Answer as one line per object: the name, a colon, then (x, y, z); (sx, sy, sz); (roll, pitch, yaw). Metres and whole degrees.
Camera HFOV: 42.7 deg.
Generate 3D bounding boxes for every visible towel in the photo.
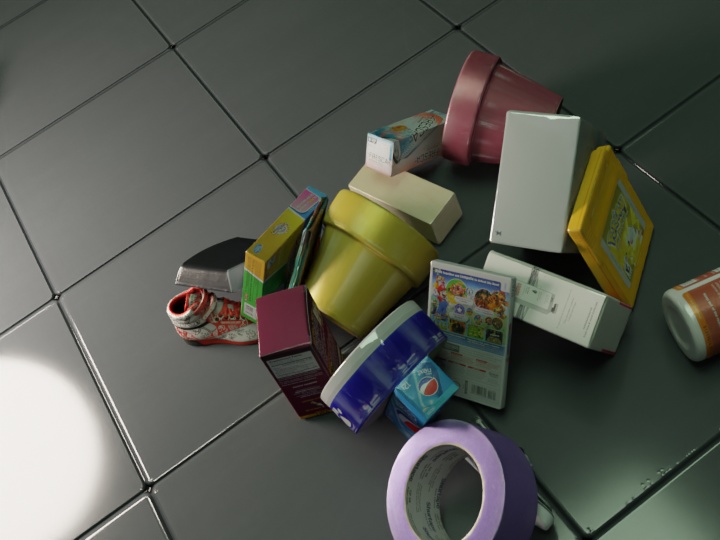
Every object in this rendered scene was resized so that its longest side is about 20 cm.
towel: (-0.097, -0.009, 1.536); (0.021, 0.203, 0.147); (17, 27, 0)

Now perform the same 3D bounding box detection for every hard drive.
hard drive: (-0.223, -0.014, 1.629); (0.133, 0.043, 0.200); (7, 20, 25)

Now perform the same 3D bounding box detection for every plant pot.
plant pot: (0.000, 0.000, 1.526); (0.199, 0.201, 0.191); (29, 82, 34)
plant pot: (0.257, -0.271, 1.643); (0.176, 0.201, 0.202); (19, 61, 12)

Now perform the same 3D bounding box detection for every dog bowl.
dog bowl: (0.036, 0.144, 1.364); (0.079, 0.201, 0.200); (43, 74, 11)

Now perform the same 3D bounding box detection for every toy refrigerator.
toy refrigerator: (0.080, -0.126, 1.663); (0.198, 0.070, 0.076); (27, 70, 35)

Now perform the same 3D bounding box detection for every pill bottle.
pill bottle: (0.553, 0.045, 1.341); (0.197, 0.113, 0.113); (-23, 50, 1)

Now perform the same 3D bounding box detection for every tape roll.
tape roll: (0.136, 0.310, 1.251); (0.198, 0.084, 0.204); (-19, 62, 38)

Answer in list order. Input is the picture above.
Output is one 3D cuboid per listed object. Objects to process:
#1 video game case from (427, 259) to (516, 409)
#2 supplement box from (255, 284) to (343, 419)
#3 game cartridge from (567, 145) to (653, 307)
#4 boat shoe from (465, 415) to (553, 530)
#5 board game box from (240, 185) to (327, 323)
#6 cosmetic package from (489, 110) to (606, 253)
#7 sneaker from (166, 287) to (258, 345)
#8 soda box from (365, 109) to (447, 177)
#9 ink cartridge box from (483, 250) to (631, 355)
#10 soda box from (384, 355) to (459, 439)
video game case: (0.163, 0.095, 1.397); (0.141, 0.204, 0.018); (14, 18, 36)
supplement box: (-0.090, 0.131, 1.441); (0.084, 0.201, 0.112); (-15, 51, 8)
game cartridge: (0.391, -0.067, 1.426); (0.032, 0.200, 0.178); (-3, 51, 39)
boat shoe: (0.213, 0.282, 1.314); (0.068, 0.072, 0.200); (-39, 45, -10)
board game box: (-0.130, -0.027, 1.571); (0.040, 0.154, 0.201); (26, 48, 14)
cosmetic package: (0.300, -0.134, 1.455); (0.121, 0.199, 0.203); (10, 95, 27)
sneaker: (-0.235, 0.075, 1.593); (0.198, 0.109, 0.068); (-7, 52, 13)
soda box: (0.094, -0.235, 1.681); (0.063, 0.069, 0.199); (24, 34, 32)
ink cartridge box: (0.292, 0.049, 1.399); (0.198, 0.146, 0.084); (23, 94, 32)
soda box: (0.085, 0.189, 1.335); (0.068, 0.200, 0.064); (-43, 78, -15)
